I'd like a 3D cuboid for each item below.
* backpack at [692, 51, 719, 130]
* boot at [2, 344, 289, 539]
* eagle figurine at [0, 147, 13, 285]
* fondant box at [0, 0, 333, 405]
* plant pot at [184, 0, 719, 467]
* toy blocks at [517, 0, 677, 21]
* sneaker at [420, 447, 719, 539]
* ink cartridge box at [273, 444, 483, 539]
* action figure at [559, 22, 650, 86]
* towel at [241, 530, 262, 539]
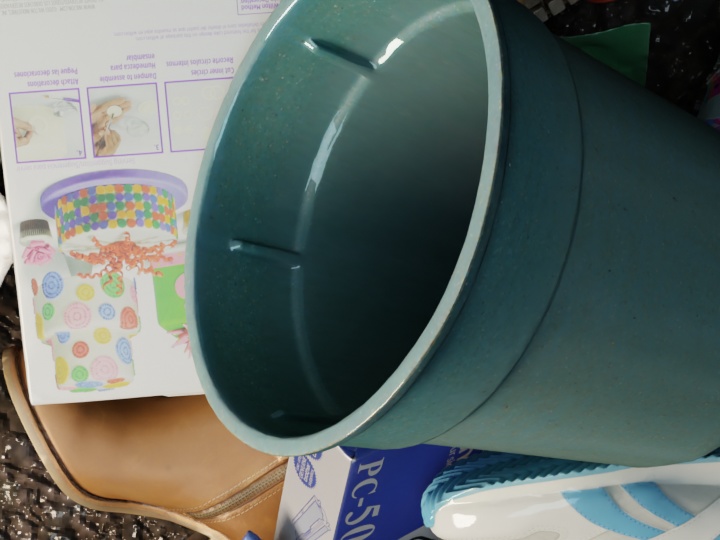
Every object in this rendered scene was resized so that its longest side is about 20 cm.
[{"bbox_3d":[0.217,-0.023,0.754,0.166,0.127,0.201,24,82,3],"label":"backpack"},{"bbox_3d":[-0.077,0.079,0.848,0.155,0.077,0.200,-39,98,12],"label":"boot"},{"bbox_3d":[-0.273,-0.005,0.800,0.152,0.199,0.151,51,150,21],"label":"eagle figurine"},{"bbox_3d":[-0.085,-0.047,0.728,0.143,0.058,0.202,-4,102,-2],"label":"fondant box"},{"bbox_3d":[0.061,-0.008,0.651,0.195,0.200,0.201,17,110,-35],"label":"plant pot"},{"bbox_3d":[0.129,-0.169,0.712,0.199,0.137,0.100,-30,117,3],"label":"toy blocks"},{"bbox_3d":[0.127,0.119,0.748,0.198,0.077,0.082,-1,97,-6],"label":"sneaker"},{"bbox_3d":[0.005,0.126,0.806,0.044,0.094,0.201,46,143,31],"label":"ink cartridge box"},{"bbox_3d":[0.035,-0.073,0.771,0.198,0.055,0.119,5,138,10],"label":"action figure"},{"bbox_3d":[-0.024,0.240,0.784,0.200,0.024,0.145,43,116,3],"label":"towel"}]
